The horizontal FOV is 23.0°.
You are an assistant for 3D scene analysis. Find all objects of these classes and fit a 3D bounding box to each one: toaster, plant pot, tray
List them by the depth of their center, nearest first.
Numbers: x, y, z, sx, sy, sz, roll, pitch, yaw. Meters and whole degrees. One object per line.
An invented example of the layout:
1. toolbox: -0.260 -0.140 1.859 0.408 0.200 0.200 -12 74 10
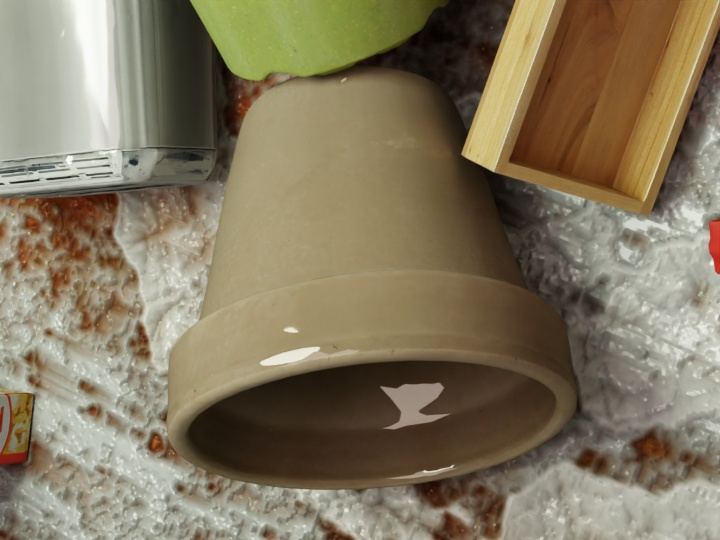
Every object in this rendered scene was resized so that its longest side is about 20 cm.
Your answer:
1. tray: 0.127 -0.135 0.851 0.037 0.098 0.201 33 106 57
2. plant pot: -0.039 -0.203 0.869 0.199 0.200 0.191 -4 121 30
3. plant pot: 0.000 0.000 0.890 0.200 0.200 0.175 -20 61 28
4. toaster: -0.157 -0.109 1.009 0.199 0.114 0.130 -4 91 28

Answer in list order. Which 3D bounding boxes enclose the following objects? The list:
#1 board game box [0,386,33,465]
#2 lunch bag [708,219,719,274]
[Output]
1. board game box: -0.316 0.086 1.044 0.151 0.200 0.047 9 94 30
2. lunch bag: 0.212 -0.020 0.630 0.176 0.200 0.082 -5 92 30
